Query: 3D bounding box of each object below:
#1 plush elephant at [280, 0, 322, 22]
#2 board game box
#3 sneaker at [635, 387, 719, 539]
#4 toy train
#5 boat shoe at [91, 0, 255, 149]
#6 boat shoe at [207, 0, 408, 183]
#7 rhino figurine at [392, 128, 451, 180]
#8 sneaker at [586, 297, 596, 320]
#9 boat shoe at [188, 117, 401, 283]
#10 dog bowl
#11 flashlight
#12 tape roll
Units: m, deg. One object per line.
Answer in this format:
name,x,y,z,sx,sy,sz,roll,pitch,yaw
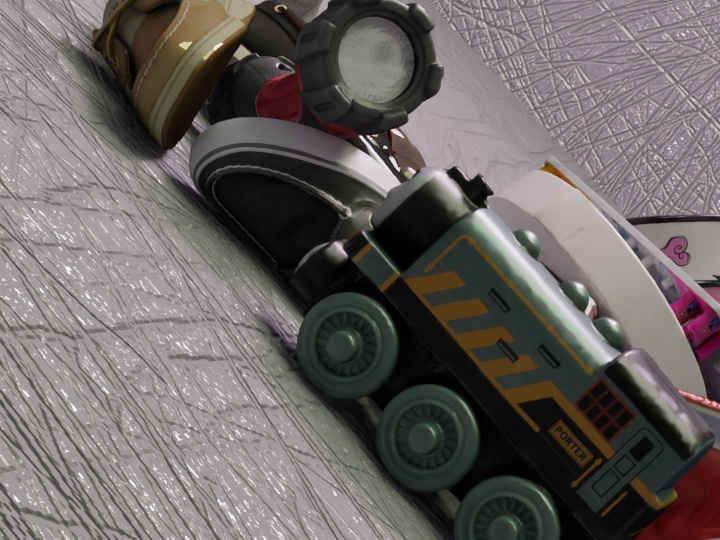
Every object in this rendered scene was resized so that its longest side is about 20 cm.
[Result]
plush elephant,-0.083,-0.251,1.593,0.154,0.200,0.165,13,37,-40
board game box,0.190,0.046,1.616,0.200,0.026,0.201,47,-17,43
sneaker,0.093,0.097,1.114,0.199,0.116,0.078,18,-6,10
toy train,0.060,0.049,1.053,0.200,0.114,0.085,49,9,13
boat shoe,-0.098,-0.112,1.196,0.066,0.074,0.200,32,9,-6
boat shoe,-0.009,-0.068,1.342,0.202,0.063,0.074,48,-32,12
rhino figurine,0.009,-0.060,1.461,0.087,0.060,0.200,31,12,-25
sneaker,0.139,0.071,1.455,0.116,0.076,0.200,49,8,-3
boat shoe,0.000,0.000,1.167,0.200,0.070,0.067,35,37,-31
dog bowl,0.238,0.008,1.872,0.200,0.199,0.074,19,67,-71
flashlight,-0.026,-0.092,1.203,0.068,0.068,0.200,15,-7,-21
tape roll,0.150,0.027,1.573,0.203,0.037,0.203,54,-12,17
